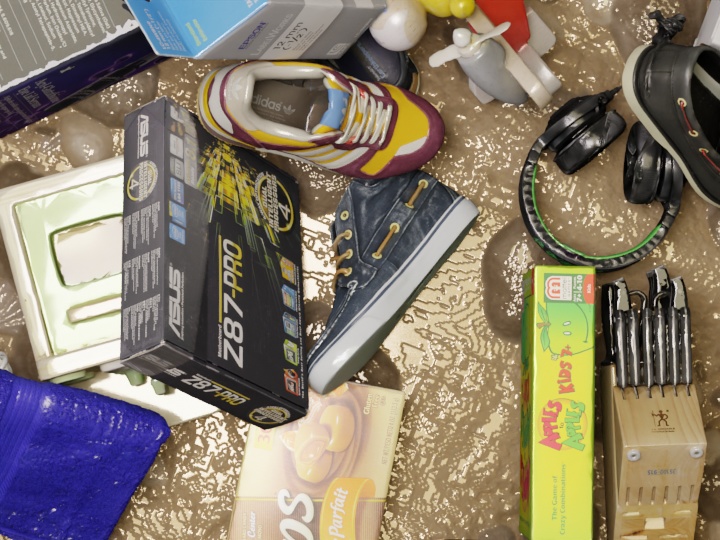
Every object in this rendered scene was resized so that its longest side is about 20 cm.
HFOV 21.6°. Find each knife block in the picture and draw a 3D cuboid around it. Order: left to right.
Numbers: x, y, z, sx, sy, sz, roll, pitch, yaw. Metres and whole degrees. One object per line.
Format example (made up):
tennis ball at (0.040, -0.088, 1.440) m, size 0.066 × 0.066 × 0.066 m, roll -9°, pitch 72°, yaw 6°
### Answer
knife block at (0.219, 0.104, 1.455) m, size 0.063 × 0.177 × 0.201 m, roll -2°, pitch 131°, yaw 1°

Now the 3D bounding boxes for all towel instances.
towel at (-0.255, 0.141, 1.382) m, size 0.198 × 0.050 × 0.148 m, roll 17°, pitch 124°, yaw -26°

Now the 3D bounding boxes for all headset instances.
headset at (0.200, -0.098, 1.443) m, size 0.122 × 0.094 × 0.202 m, roll 24°, pitch 81°, yaw 1°

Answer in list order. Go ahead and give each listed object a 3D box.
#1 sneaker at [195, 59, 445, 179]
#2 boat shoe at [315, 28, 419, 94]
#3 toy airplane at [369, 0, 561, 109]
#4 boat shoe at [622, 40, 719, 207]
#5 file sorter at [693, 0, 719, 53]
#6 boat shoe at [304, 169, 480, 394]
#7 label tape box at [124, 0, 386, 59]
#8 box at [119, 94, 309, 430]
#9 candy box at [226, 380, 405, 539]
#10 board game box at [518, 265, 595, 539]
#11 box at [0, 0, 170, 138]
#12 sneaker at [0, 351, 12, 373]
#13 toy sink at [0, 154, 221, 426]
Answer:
sneaker at (-0.016, -0.108, 1.369) m, size 0.198 × 0.090 × 0.076 m, roll 5°, pitch 89°, yaw -26°
boat shoe at (-0.030, -0.204, 1.466) m, size 0.075 × 0.062 × 0.200 m, roll -43°, pitch 86°, yaw -1°
toy airplane at (0.072, -0.198, 1.401) m, size 0.140 × 0.200 × 0.201 m, roll -26°, pitch 91°, yaw -8°
boat shoe at (0.273, -0.101, 1.409) m, size 0.201 × 0.063 × 0.074 m, roll 38°, pitch 68°, yaw -40°
file sorter at (0.345, -0.230, 1.427) m, size 0.123 × 0.139 × 0.202 m, roll 22°, pitch 87°, yaw 3°
boat shoe at (0.000, 0.000, 1.435) m, size 0.091 × 0.071 × 0.201 m, roll 37°, pitch 63°, yaw 8°
label tape box at (-0.091, -0.222, 1.314) m, size 0.066 × 0.199 × 0.144 m, roll -41°, pitch 70°, yaw 31°
box at (-0.105, -0.004, 1.364) m, size 0.049 × 0.161 × 0.202 m, roll -22°, pitch 56°, yaw 32°
candy box at (-0.040, 0.181, 1.443) m, size 0.114 × 0.055 × 0.202 m, roll 11°, pitch 86°, yaw 0°
board game box at (0.148, 0.101, 1.426) m, size 0.047 × 0.102 × 0.203 m, roll 1°, pitch 86°, yaw -1°
box at (-0.218, -0.195, 1.421) m, size 0.198 × 0.148 × 0.105 m, roll -25°, pitch 87°, yaw -1°
sneaker at (-0.304, 0.074, 1.446) m, size 0.070 × 0.073 × 0.202 m, roll -17°, pitch 96°, yaw -3°
toy sink at (-0.185, 0.024, 1.425) m, size 0.129 × 0.112 × 0.202 m, roll -15°, pitch 87°, yaw -1°
